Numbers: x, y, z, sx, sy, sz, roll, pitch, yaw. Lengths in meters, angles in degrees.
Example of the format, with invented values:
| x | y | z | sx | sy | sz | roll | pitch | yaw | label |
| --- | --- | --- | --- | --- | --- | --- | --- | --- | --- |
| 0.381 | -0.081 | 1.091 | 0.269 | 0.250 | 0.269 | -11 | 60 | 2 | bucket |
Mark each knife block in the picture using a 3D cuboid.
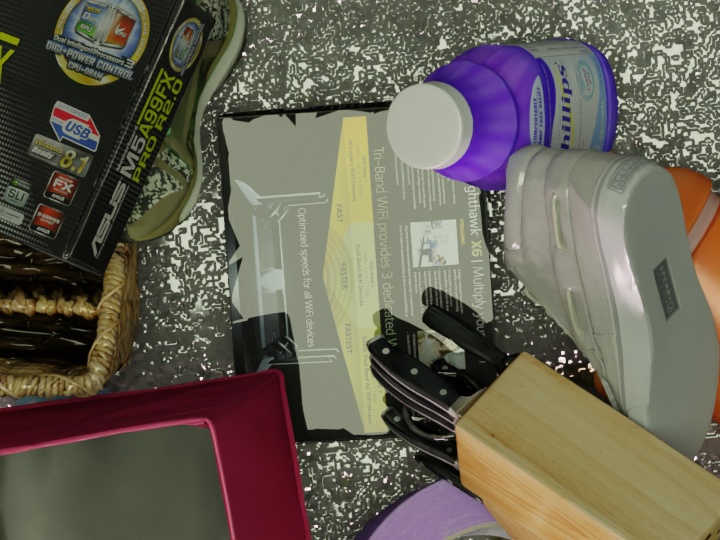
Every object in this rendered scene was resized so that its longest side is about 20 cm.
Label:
| x | y | z | sx | sy | sz | roll | pitch | yaw | label |
| --- | --- | --- | --- | --- | --- | --- | --- | --- | --- |
| 0.096 | 0.091 | 1.611 | 0.064 | 0.200 | 0.176 | -46 | 108 | -22 | knife block |

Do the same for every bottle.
| x | y | z | sx | sy | sz | roll | pitch | yaw | label |
| --- | --- | --- | --- | --- | --- | --- | --- | --- | --- |
| 0.081 | -0.088 | 1.638 | 0.065 | 0.200 | 0.084 | 2 | 96 | 28 | bottle |

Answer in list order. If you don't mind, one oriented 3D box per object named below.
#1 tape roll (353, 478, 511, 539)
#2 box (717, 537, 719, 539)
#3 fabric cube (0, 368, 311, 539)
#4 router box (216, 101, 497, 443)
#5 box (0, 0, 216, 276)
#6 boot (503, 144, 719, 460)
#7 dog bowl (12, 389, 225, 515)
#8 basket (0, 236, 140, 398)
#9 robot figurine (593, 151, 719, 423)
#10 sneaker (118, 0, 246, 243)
| x | y | z | sx | sy | sz | roll | pitch | yaw | label |
| --- | --- | --- | --- | --- | --- | --- | --- | --- | --- |
| 0.079 | 0.219 | 1.704 | 0.200 | 0.066 | 0.200 | 2 | 79 | -11 | tape roll |
| 0.246 | 0.178 | 1.601 | 0.200 | 0.152 | 0.106 | -29 | 98 | 8 | box |
| -0.138 | 0.173 | 1.588 | 0.200 | 0.199 | 0.196 | -9 | 96 | 9 | fabric cube |
| 0.000 | 0.000 | 1.724 | 0.157 | 0.052 | 0.200 | -3 | 96 | 3 | router box |
| -0.200 | -0.105 | 1.628 | 0.200 | 0.044 | 0.160 | 22 | 86 | 26 | box |
| 0.137 | 0.017 | 1.612 | 0.096 | 0.074 | 0.200 | 16 | 129 | 40 | boot |
| -0.132 | 0.144 | 1.723 | 0.200 | 0.050 | 0.112 | 23 | 121 | 6 | dog bowl |
| -0.231 | -0.007 | 1.687 | 0.200 | 0.149 | 0.143 | 4 | 96 | 3 | basket |
| 0.207 | 0.016 | 1.687 | 0.200 | 0.117 | 0.144 | 35 | 113 | -2 | robot figurine |
| -0.122 | -0.107 | 1.657 | 0.077 | 0.089 | 0.200 | 7 | 57 | 11 | sneaker |
